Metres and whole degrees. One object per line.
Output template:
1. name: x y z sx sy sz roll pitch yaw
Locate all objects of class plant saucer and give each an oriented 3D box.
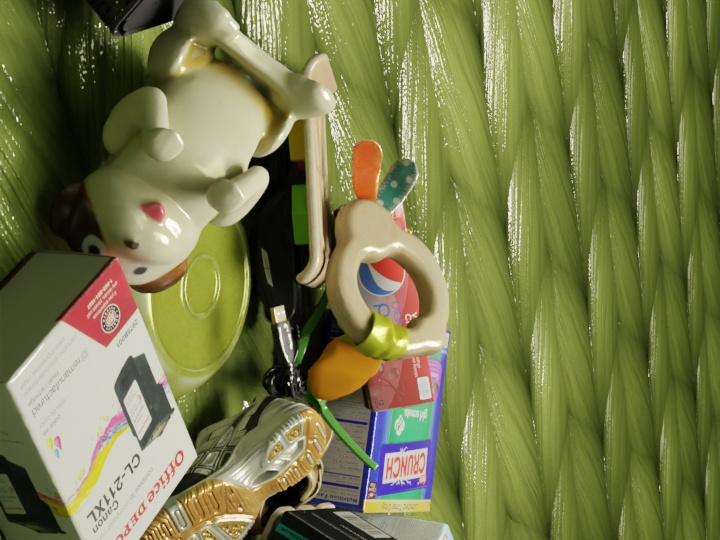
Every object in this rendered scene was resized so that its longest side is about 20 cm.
1. plant saucer: -0.145 0.012 1.239 0.200 0.031 0.200 -12 104 -61

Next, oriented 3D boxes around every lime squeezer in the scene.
1. lime squeezer: -0.037 0.101 1.408 0.071 0.038 0.200 -4 73 -27

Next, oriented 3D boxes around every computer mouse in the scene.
1. computer mouse: -0.079 0.021 1.305 0.140 0.046 0.200 -12 99 -87

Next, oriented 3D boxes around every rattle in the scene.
1. rattle: 0.000 0.000 1.354 0.143 0.130 0.200 126 -51 -63

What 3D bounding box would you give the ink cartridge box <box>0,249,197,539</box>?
1. ink cartridge box: -0.212 0.108 1.069 0.146 0.083 0.200 -57 140 -44

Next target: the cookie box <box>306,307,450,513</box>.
1. cookie box: 0.021 0.150 1.524 0.171 0.075 0.200 17 79 -63

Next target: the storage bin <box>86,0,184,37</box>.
1. storage bin: -0.119 -0.272 1.053 0.094 0.200 0.135 53 34 2

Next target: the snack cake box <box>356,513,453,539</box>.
1. snack cake box: 0.014 0.350 1.498 0.200 0.115 0.067 -62 145 -36

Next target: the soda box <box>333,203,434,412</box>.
1. soda box: 0.022 0.032 1.407 0.070 0.063 0.200 168 -87 -84

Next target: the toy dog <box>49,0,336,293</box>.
1. toy dog: -0.150 -0.084 1.106 0.140 0.194 0.200 40 69 -30

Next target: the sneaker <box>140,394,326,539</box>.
1. sneaker: -0.124 0.182 1.263 0.200 0.088 0.076 -35 126 -27

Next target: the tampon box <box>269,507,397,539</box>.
1. tampon box: -0.026 0.330 1.279 0.200 0.150 0.126 -64 155 4

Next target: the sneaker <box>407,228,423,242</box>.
1. sneaker: 0.030 -0.015 1.534 0.200 0.078 0.077 52 36 -56

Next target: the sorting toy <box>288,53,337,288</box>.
1. sorting toy: -0.046 -0.086 1.339 0.185 0.036 0.200 46 46 -87

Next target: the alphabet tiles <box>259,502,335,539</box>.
1. alphabet tiles: -0.086 0.303 1.334 0.196 0.015 0.200 -65 155 5

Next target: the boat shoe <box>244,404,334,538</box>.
1. boat shoe: -0.071 0.193 1.358 0.200 0.074 0.076 -42 130 -52
